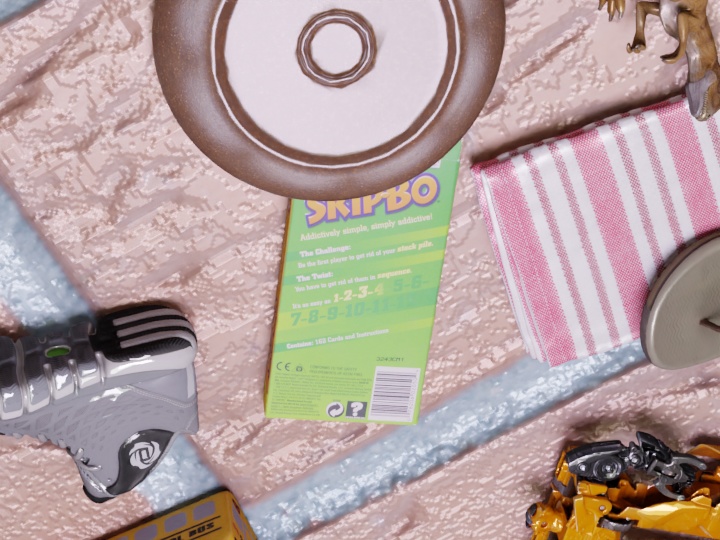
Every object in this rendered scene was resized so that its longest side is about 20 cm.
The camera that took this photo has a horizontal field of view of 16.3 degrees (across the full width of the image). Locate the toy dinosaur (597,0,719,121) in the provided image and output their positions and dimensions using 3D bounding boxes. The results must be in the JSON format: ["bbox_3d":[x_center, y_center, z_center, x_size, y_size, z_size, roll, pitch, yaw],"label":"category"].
[{"bbox_3d":[0.178,-0.184,1.404,0.106,0.060,0.201,-9,118,-22],"label":"toy dinosaur"}]

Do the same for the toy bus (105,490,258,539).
[{"bbox_3d":[-0.159,0.213,1.561,0.200,0.078,0.065,-23,121,6],"label":"toy bus"}]

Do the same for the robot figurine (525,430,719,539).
[{"bbox_3d":[0.197,0.166,1.593,0.199,0.058,0.145,11,117,-14],"label":"robot figurine"}]

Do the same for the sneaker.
[{"bbox_3d":[-0.189,0.096,1.496,0.199,0.075,0.116,-10,123,-3],"label":"sneaker"}]

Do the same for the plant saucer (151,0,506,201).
[{"bbox_3d":[-0.015,-0.127,1.395,0.200,0.037,0.201,-2,112,-6],"label":"plant saucer"}]

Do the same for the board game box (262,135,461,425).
[{"bbox_3d":[0.000,0.000,1.490,0.095,0.030,0.200,4,121,-9],"label":"board game box"}]

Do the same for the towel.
[{"bbox_3d":[0.176,-0.034,1.496,0.199,0.030,0.147,-19,121,1],"label":"towel"}]

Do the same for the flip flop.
[{"bbox_3d":[0.262,0.015,1.488,0.199,0.058,0.081,-11,120,-5],"label":"flip flop"}]
